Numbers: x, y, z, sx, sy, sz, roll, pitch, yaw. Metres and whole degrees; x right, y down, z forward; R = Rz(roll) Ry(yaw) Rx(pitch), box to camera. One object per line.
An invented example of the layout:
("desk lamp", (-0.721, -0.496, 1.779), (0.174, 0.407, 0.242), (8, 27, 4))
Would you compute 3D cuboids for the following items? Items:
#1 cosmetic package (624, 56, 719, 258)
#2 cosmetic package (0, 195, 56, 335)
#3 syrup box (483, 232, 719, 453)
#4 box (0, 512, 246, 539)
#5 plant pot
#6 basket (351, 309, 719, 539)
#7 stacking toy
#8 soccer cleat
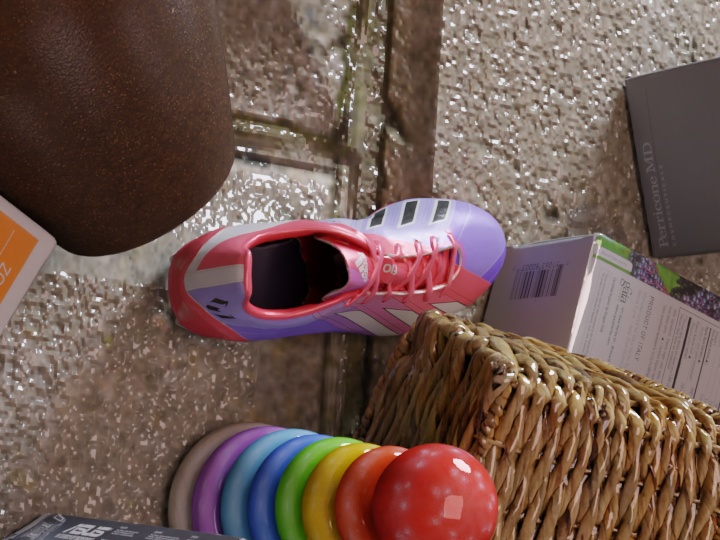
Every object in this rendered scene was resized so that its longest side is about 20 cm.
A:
("cosmetic package", (0.236, -0.069, 1.306), (0.090, 0.199, 0.108), (-10, 89, -36))
("cosmetic package", (-0.238, -0.028, 1.051), (0.200, 0.071, 0.102), (39, 66, -25))
("syrup box", (0.163, 0.057, 1.317), (0.199, 0.079, 0.082), (25, 72, -31))
("box", (-0.081, 0.187, 1.065), (0.050, 0.200, 0.159), (-30, 102, -28))
("plant pot", (-0.137, -0.111, 1.079), (0.187, 0.186, 0.201), (-46, 126, -28))
("basket", (0.073, 0.135, 1.196), (0.148, 0.143, 0.202), (16, 94, -23))
("stacking toy", (-0.007, 0.110, 1.120), (0.085, 0.199, 0.086), (2, 85, -32))
("soccer cleat", (0.000, 0.000, 1.210), (0.199, 0.076, 0.067), (-6, 89, -34))
